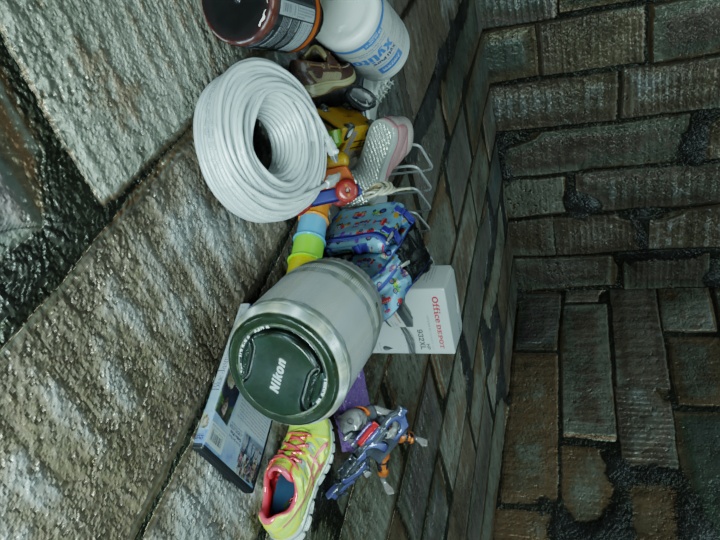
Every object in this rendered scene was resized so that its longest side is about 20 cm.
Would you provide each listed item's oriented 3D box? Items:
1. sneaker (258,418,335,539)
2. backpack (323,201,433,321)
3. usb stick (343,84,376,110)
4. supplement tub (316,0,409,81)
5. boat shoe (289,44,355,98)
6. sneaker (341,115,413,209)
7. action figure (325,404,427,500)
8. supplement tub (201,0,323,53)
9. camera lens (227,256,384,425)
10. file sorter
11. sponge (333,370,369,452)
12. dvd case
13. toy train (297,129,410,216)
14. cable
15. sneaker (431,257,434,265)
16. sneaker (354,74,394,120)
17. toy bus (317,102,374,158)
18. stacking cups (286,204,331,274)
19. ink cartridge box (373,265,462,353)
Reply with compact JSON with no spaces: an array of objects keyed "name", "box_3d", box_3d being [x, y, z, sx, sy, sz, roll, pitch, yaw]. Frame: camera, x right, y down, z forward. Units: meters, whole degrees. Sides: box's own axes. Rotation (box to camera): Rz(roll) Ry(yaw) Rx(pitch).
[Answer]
[{"name":"sneaker","box_3d":[-0.092,0.273,0.904,0.091,0.077,0.203,55,38,-51]},{"name":"backpack","box_3d":[0.000,0.000,1.056,0.201,0.180,0.136,-54,130,-41]},{"name":"usb stick","box_3d":[-0.003,-0.304,1.144,0.033,0.055,0.200,-62,-171,10]},{"name":"supplement tub","box_3d":[0.003,-0.429,1.150,0.199,0.129,0.135,2,86,-68]},{"name":"boat shoe","box_3d":[-0.064,-0.331,1.052,0.200,0.071,0.073,-45,131,-55]},{"name":"sneaker","box_3d":[0.034,-0.190,1.160,0.104,0.075,0.202,-35,159,-51]},{"name":"action figure","box_3d":[0.013,0.313,1.131,0.194,0.200,0.105,51,-5,-36]},{"name":"supplement tub","box_3d":[-0.118,-0.347,0.854,0.200,0.105,0.109,-37,123,-66]},{"name":"camera lens","box_3d":[-0.065,0.085,0.828,0.200,0.157,0.163,-50,134,-62]},{"name":"file sorter","box_3d":[0.075,-0.140,1.328,0.139,0.122,0.205,37,54,-63]},{"name":"sponge","box_3d":[-0.022,0.213,1.162,0.112,0.029,0.204,-56,139,-57]},{"name":"dvd case","box_3d":[-0.148,0.166,0.843,0.144,0.017,0.203,65,30,-48]},{"name":"toy train","box_3d":[-0.031,-0.157,0.961,0.085,0.196,0.118,-171,-113,-80]},{"name":"cable","box_3d":[-0.122,-0.164,0.822,0.200,0.068,0.203,-47,123,-44]},{"name":"sneaker","box_3d":[0.105,0.045,1.415,0.080,0.077,0.203,-96,-157,-68]},{"name":"sneaker","box_3d":[0.030,-0.375,1.299,0.073,0.069,0.205,35,56,-65]},{"name":"toy bus","box_3d":[-0.031,-0.235,1.103,0.079,0.065,0.200,-59,172,23]},{"name":"stacking cups","box_3d":[-0.073,-0.062,1.006,0.061,0.059,0.203,58,36,-53]},{"name":"ink cartridge box","box_3d":[0.081,0.075,1.212,0.084,0.196,0.148,-61,143,-54]}]
